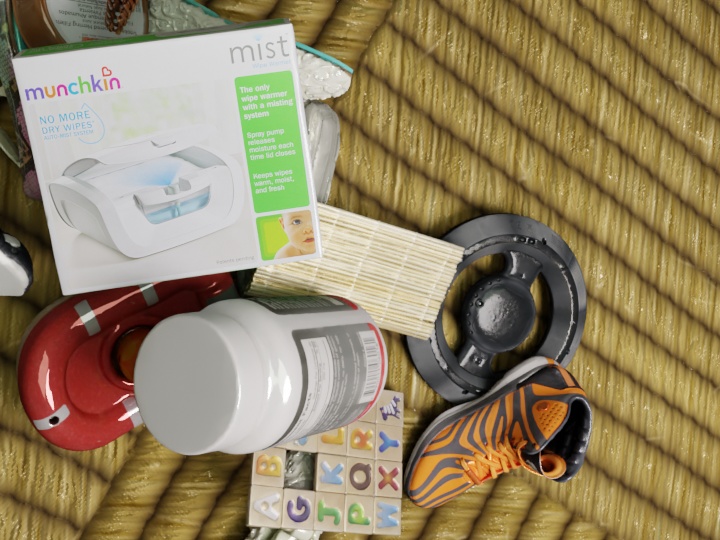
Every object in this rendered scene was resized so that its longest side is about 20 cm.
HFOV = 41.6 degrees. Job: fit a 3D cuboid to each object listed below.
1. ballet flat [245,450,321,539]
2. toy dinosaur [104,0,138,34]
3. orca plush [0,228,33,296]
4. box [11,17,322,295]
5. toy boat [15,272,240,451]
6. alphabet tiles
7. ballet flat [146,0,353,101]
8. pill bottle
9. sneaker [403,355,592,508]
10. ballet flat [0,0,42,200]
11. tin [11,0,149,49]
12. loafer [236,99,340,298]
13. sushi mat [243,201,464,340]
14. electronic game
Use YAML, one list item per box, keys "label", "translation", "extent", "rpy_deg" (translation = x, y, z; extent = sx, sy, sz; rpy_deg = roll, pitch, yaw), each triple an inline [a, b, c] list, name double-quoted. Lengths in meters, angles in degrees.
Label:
- label: "ballet flat"
  translation: [-0.070, 0.251, 0.861]
  extent: [0.072, 0.072, 0.201]
  rpy_deg: [30, 81, -18]
- label: "toy dinosaur"
  translation: [-0.184, -0.283, 0.736]
  extent: [0.102, 0.136, 0.201]
  rpy_deg: [-30, 66, 11]
- label: "orca plush"
  translation: [-0.361, -0.039, 0.767]
  extent: [0.199, 0.071, 0.106]
  rpy_deg: [8, 134, -10]
- label: "box"
  translation: [-0.138, -0.091, 0.724]
  extent: [0.198, 0.097, 0.178]
  rpy_deg: [-7, 108, -4]
- label: "toy boat"
  translation: [-0.177, 0.075, 0.777]
  extent: [0.199, 0.131, 0.131]
  rpy_deg: [-29, 120, -17]
- label: "alphabet tiles"
  translation: [-0.026, 0.134, 0.867]
  extent: [0.166, 0.008, 0.201]
  rpy_deg: [14, 69, -35]
- label: "ballet flat"
  translation: [-0.102, -0.178, 0.815]
  extent: [0.199, 0.072, 0.072]
  rpy_deg: [26, 82, 13]
- label: "pill bottle"
  translation: [-0.072, 0.077, 0.728]
  extent: [0.200, 0.113, 0.115]
  rpy_deg: [0, 93, -60]
- label: "sneaker"
  translation: [0.132, 0.171, 0.896]
  extent: [0.200, 0.112, 0.078]
  rpy_deg: [-43, 120, 4]
- label: "ballet flat"
  translation: [-0.284, -0.153, 0.781]
  extent: [0.071, 0.069, 0.201]
  rpy_deg: [-14, 98, 7]
- label: "tin"
  translation: [-0.230, -0.256, 0.774]
  extent: [0.112, 0.042, 0.202]
  rpy_deg: [-6, 89, -46]
- label: "loafer"
  translation: [-0.060, -0.054, 0.859]
  extent: [0.070, 0.070, 0.201]
  rpy_deg: [0, 110, -58]
- label: "sushi mat"
  translation: [0.000, 0.000, 0.849]
  extent: [0.199, 0.012, 0.096]
  rpy_deg: [15, 98, -30]
- label: "electronic game"
  translation: [0.137, 0.043, 0.949]
  extent: [0.199, 0.042, 0.202]
  rpy_deg: [-3, 100, -16]
